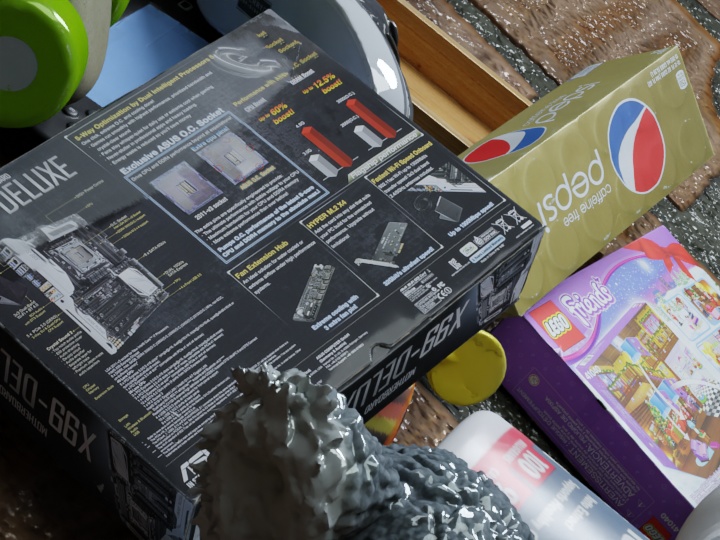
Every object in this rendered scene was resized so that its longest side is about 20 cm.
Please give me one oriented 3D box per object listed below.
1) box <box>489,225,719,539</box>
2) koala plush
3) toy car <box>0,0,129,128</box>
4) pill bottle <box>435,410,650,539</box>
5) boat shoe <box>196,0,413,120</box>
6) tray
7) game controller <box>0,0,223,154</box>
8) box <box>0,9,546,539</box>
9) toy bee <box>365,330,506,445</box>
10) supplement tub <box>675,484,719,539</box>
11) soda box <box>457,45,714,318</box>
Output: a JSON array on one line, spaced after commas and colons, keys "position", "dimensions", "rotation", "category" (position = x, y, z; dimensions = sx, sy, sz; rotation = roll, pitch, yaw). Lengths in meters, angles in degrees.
[{"position": [0.158, 0.056, 0.980], "dimensions": [0.137, 0.039, 0.200], "rotation": [49, 32, 11], "category": "box"}, {"position": [-0.019, 0.121, 0.548], "dimensions": [0.177, 0.200, 0.184], "rotation": [31, 32, -16], "category": "koala plush"}, {"position": [-0.200, -0.149, 0.752], "dimensions": [0.199, 0.158, 0.164], "rotation": [4, 21, 0], "category": "toy car"}, {"position": [0.084, 0.157, 0.676], "dimensions": [0.200, 0.120, 0.120], "rotation": [39, 30, 9], "category": "pill bottle"}, {"position": [-0.015, -0.108, 0.871], "dimensions": [0.066, 0.070, 0.200], "rotation": [3, 25, -31], "category": "boat shoe"}, {"position": [0.057, -0.081, 1.044], "dimensions": [0.200, 0.037, 0.099], "rotation": [39, 31, -6], "category": "tray"}, {"position": [-0.102, -0.089, 0.872], "dimensions": [0.104, 0.042, 0.200], "rotation": [42, 30, 1], "category": "game controller"}, {"position": [-0.051, -0.002, 0.714], "dimensions": [0.158, 0.050, 0.200], "rotation": [39, 53, 19], "category": "box"}, {"position": [0.000, 0.000, 0.811], "dimensions": [0.131, 0.109, 0.200], "rotation": [14, 40, -35], "category": "toy bee"}, {"position": [0.222, 0.142, 0.838], "dimensions": [0.145, 0.145, 0.200], "rotation": [48, 29, 11], "category": "supplement tub"}, {"position": [0.101, -0.046, 0.950], "dimensions": [0.200, 0.064, 0.068], "rotation": [-36, 110, -42], "category": "soda box"}]
